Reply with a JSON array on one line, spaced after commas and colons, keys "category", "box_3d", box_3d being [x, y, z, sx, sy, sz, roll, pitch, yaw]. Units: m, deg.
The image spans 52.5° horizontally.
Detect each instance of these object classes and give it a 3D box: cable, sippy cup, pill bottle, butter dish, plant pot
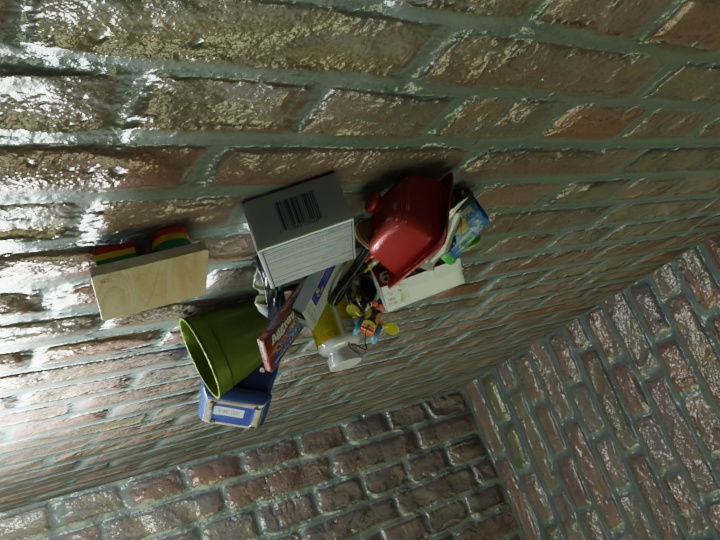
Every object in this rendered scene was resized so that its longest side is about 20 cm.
[{"category": "cable", "box_3d": [0.000, 0.000, 1.634, 0.201, 0.050, 0.098, -55, 172, -34]}, {"category": "sippy cup", "box_3d": [0.206, -0.105, 1.593, 0.130, 0.140, 0.178, -38, 178, 15]}, {"category": "pill bottle", "box_3d": [-0.069, 0.144, 1.835, 0.111, 0.202, 0.113, -18, 161, -7]}, {"category": "butter dish", "box_3d": [0.075, -0.102, 1.423, 0.147, 0.202, 0.199, 29, 139, -19]}, {"category": "plant pot", "box_3d": [-0.290, 0.161, 1.698, 0.191, 0.202, 0.201, -26, 164, -24]}, {"category": "plant pot", "box_3d": [-0.312, 0.283, 1.850, 0.197, 0.182, 0.201, 11, 144, -10]}]

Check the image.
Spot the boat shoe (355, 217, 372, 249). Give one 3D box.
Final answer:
[{"category": "boat shoe", "box_3d": [0.057, -0.069, 1.598, 0.200, 0.076, 0.074, 16, 180, -35]}]

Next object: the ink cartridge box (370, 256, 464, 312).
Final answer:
[{"category": "ink cartridge box", "box_3d": [0.122, -0.016, 1.744, 0.198, 0.176, 0.085, -21, 129, -3]}]

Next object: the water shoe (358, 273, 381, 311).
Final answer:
[{"category": "water shoe", "box_3d": [0.044, 0.047, 1.911, 0.078, 0.072, 0.200, -20, 168, -15]}]

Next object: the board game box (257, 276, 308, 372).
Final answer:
[{"category": "board game box", "box_3d": [-0.151, 0.110, 1.561, 0.201, 0.019, 0.104, -56, 151, -36]}]

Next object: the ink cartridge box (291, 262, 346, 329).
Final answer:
[{"category": "ink cartridge box", "box_3d": [-0.081, 0.020, 1.583, 0.202, 0.037, 0.095, -62, 158, -20]}]

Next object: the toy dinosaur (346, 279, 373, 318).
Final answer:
[{"category": "toy dinosaur", "box_3d": [-0.007, 0.064, 1.859, 0.047, 0.089, 0.200, -26, 163, -15]}]

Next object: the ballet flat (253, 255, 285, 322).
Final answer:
[{"category": "ballet flat", "box_3d": [-0.192, 0.045, 1.548, 0.072, 0.073, 0.202, -14, 127, -19]}]

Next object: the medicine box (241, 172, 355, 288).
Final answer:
[{"category": "medicine box", "box_3d": [-0.109, -0.070, 1.368, 0.180, 0.104, 0.200, -19, 161, -6]}]

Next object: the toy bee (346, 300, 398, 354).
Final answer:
[{"category": "toy bee", "box_3d": [0.034, 0.123, 1.759, 0.129, 0.200, 0.110, 20, 104, -17]}]

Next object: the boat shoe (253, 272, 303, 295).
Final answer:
[{"category": "boat shoe", "box_3d": [-0.140, 0.026, 1.641, 0.198, 0.071, 0.071, -8, 157, -32]}]

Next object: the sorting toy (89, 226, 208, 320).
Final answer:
[{"category": "sorting toy", "box_3d": [-0.380, -0.001, 1.314, 0.196, 0.070, 0.200, -15, 159, -20]}]

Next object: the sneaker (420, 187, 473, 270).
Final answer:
[{"category": "sneaker", "box_3d": [0.170, -0.084, 1.494, 0.079, 0.074, 0.201, 28, 118, -17]}]
